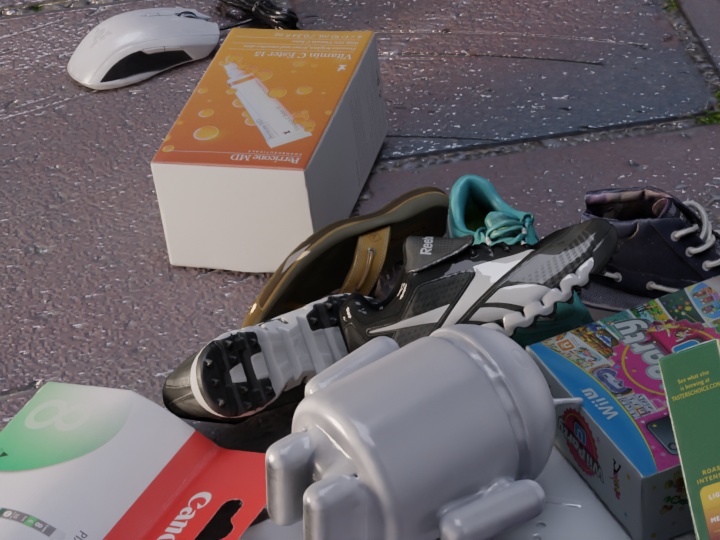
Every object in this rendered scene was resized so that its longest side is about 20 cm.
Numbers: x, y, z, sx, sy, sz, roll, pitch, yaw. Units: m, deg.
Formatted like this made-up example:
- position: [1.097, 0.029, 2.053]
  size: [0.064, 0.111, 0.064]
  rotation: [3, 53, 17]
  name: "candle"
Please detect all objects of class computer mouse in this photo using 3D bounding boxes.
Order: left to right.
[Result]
- position: [-0.162, -0.211, 1.839]
  size: [0.200, 0.044, 0.110]
  rotation: [-22, 41, -22]
  name: "computer mouse"

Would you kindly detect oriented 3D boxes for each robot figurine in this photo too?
- position: [0.037, 0.104, 1.292]
  size: [0.200, 0.113, 0.170]
  rotation: [-25, 52, -25]
  name: "robot figurine"

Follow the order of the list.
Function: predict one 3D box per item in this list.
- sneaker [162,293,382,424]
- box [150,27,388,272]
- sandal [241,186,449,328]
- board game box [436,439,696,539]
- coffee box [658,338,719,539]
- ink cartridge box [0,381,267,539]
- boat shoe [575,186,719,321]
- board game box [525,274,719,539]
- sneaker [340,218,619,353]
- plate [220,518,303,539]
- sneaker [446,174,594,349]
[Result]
- position: [-0.055, 0.063, 1.444]
  size: [0.200, 0.067, 0.090]
  rotation: [-14, -4, -42]
  name: "sneaker"
- position: [-0.066, -0.096, 1.629]
  size: [0.124, 0.098, 0.200]
  rotation: [3, 38, 16]
  name: "box"
- position: [0.000, 0.000, 1.532]
  size: [0.200, 0.080, 0.054]
  rotation: [-26, 63, -33]
  name: "sandal"
- position: [0.127, 0.139, 1.364]
  size: [0.199, 0.026, 0.200]
  rotation: [-20, 40, -21]
  name: "board game box"
- position: [0.232, 0.146, 1.200]
  size: [0.044, 0.123, 0.201]
  rotation: [-23, 63, 29]
  name: "coffee box"
- position: [-0.162, 0.141, 1.337]
  size: [0.199, 0.050, 0.161]
  rotation: [1, 34, 33]
  name: "ink cartridge box"
- position: [0.242, -0.005, 1.488]
  size: [0.199, 0.093, 0.075]
  rotation: [3, 37, 10]
  name: "boat shoe"
- position: [0.228, 0.081, 1.359]
  size: [0.199, 0.064, 0.148]
  rotation: [-20, 40, -18]
  name: "board game box"
- position: [0.072, 0.008, 1.392]
  size: [0.200, 0.091, 0.066]
  rotation: [-31, 6, 6]
  name: "sneaker"
- position: [-0.036, 0.227, 1.257]
  size: [0.199, 0.032, 0.200]
  rotation: [-22, 41, -21]
  name: "plate"
- position: [0.105, 0.000, 1.494]
  size: [0.077, 0.080, 0.200]
  rotation: [-17, 34, -14]
  name: "sneaker"
